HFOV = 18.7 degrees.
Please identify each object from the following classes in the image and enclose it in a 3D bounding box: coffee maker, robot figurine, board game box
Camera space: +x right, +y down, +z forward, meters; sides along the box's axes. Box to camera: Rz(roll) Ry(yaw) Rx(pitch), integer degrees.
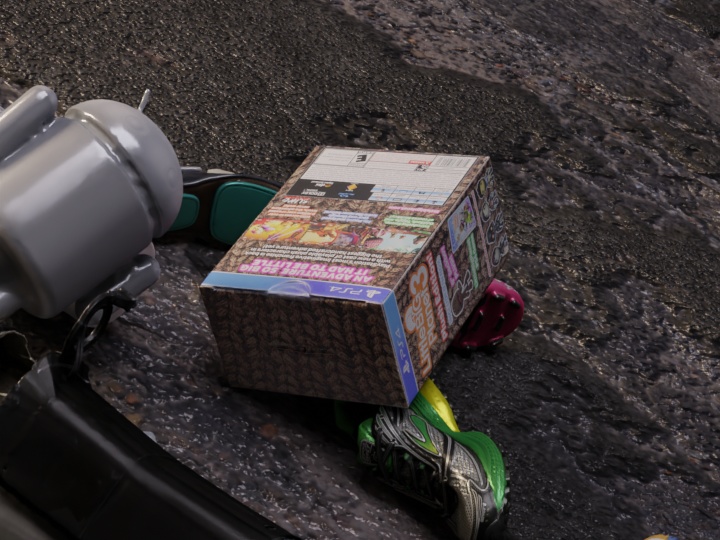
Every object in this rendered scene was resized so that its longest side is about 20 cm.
[{"bbox_3d":[-0.135,0.148,1.341,0.200,0.193,0.135,32,22,18],"label":"coffee maker"},{"bbox_3d":[-0.208,-0.045,1.554,0.200,0.170,0.113,-37,25,-20],"label":"robot figurine"},{"bbox_3d":[0.000,0.000,1.682,0.159,0.097,0.200,6,38,29],"label":"board game box"}]

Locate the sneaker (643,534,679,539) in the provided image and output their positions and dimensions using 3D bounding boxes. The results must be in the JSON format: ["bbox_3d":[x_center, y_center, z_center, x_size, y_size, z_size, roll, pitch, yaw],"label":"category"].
[{"bbox_3d":[0.259,0.271,1.550,0.199,0.076,0.088,28,39,25],"label":"sneaker"}]

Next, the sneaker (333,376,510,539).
[{"bbox_3d":[0.044,0.146,1.614,0.085,0.078,0.200,-5,28,-29],"label":"sneaker"}]

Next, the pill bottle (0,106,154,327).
[{"bbox_3d":[-0.257,-0.043,1.680,0.200,0.113,0.112,36,31,24],"label":"pill bottle"}]

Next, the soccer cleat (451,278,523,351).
[{"bbox_3d":[0.045,0.021,1.824,0.199,0.070,0.086,0,35,-35],"label":"soccer cleat"}]

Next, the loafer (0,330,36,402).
[{"bbox_3d":[-0.267,0.068,1.523,0.199,0.069,0.076,30,29,16],"label":"loafer"}]

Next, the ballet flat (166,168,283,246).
[{"bbox_3d":[-0.138,-0.061,1.845,0.199,0.073,0.073,2,33,-29],"label":"ballet flat"}]

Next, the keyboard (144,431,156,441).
[{"bbox_3d":[-0.145,0.171,1.494,0.056,0.011,0.200,12,29,-28],"label":"keyboard"}]
